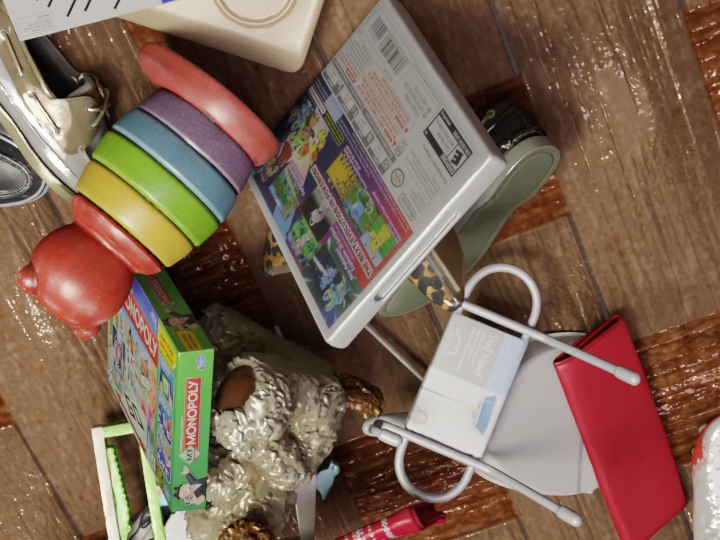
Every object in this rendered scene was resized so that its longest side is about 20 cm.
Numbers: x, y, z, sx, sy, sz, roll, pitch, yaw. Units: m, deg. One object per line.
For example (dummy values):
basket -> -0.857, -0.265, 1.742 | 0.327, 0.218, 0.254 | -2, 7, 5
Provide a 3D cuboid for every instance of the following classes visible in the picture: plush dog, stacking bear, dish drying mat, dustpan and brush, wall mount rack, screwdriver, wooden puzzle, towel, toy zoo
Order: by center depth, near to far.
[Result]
wooden puzzle -> -0.102, -0.258, 1.138 | 0.184, 0.046, 0.201 | 17, 120, -7
stacking bear -> -0.161, -0.047, 1.148 | 0.200, 0.114, 0.121 | -51, 123, -7
wall mount rack -> 0.109, 0.101, 1.223 | 0.173, 0.075, 0.201 | 22, 94, 1
plush dog -> -0.083, 0.143, 1.245 | 0.160, 0.200, 0.172 | 23, 98, -27
towel -> -0.032, 0.230, 1.262 | 0.199, 0.145, 0.023 | -25, 80, 7
dustpan and brush -> 0.101, 0.123, 1.295 | 0.199, 0.057, 0.140 | -5, 104, -26
screwdriver -> 0.048, 0.091, 1.309 | 0.200, 0.028, 0.029 | 39, 82, -19
dish drying mat -> 0.216, 0.136, 1.314 | 0.077, 0.018, 0.201 | -36, 119, -23
toy zoo -> -0.116, 0.179, 1.328 | 0.199, 0.020, 0.132 | -9, 93, -2

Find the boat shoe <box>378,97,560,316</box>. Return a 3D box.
boat shoe -> 0.072, -0.045, 1.228 | 0.072, 0.061, 0.201 | 3, 137, -50

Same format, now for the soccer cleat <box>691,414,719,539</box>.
soccer cleat -> 0.309, 0.213, 1.332 | 0.068, 0.085, 0.201 | 1, 117, -3

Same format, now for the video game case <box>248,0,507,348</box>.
video game case -> 0.004, -0.074, 1.145 | 0.023, 0.200, 0.182 | 22, 118, -41

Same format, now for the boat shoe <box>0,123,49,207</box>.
boat shoe -> -0.336, -0.081, 1.213 | 0.199, 0.068, 0.072 | 12, 116, -5

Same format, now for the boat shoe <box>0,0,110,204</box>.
boat shoe -> -0.222, -0.116, 1.191 | 0.068, 0.075, 0.200 | -38, 112, 19

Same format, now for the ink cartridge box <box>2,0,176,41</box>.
ink cartridge box -> -0.159, -0.232, 1.104 | 0.199, 0.044, 0.094 | -12, 120, 10

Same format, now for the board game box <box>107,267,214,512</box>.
board game box -> -0.156, 0.072, 1.214 | 0.029, 0.200, 0.135 | -6, 118, -21

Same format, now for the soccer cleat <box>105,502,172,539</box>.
soccer cleat -> -0.180, 0.237, 1.375 | 0.200, 0.073, 0.068 | -36, 92, -1

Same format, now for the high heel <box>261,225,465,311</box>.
high heel -> 0.000, 0.000, 1.186 | 0.071, 0.200, 0.143 | 23, 115, -42
